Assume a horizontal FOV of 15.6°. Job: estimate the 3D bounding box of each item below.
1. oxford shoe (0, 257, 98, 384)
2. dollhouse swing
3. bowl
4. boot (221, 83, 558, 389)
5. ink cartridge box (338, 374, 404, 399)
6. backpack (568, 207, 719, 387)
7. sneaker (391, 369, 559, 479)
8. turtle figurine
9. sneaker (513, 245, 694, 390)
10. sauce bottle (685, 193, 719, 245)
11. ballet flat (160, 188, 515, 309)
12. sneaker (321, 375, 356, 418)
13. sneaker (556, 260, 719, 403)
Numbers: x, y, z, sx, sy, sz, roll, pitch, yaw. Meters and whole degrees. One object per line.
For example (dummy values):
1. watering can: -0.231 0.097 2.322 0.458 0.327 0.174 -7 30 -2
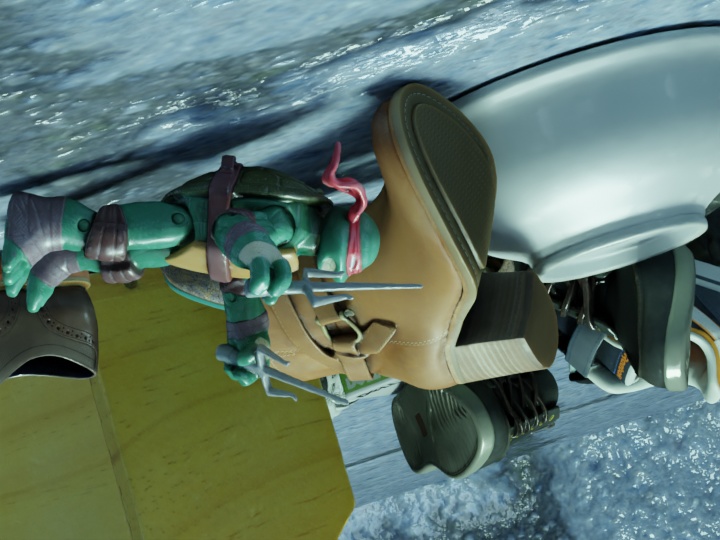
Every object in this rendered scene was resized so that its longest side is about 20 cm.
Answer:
1. oxford shoe: -0.220 0.039 1.347 0.199 0.073 0.071 -10 169 -32
2. dollhouse swing: -0.135 0.116 1.551 0.181 0.201 0.176 -11 168 -33
3. bowl: 0.125 -0.051 1.386 0.200 0.091 0.201 -17 171 -3
4. boot: 0.000 -0.010 1.333 0.154 0.077 0.200 -5 144 24
5. ink cartridge box: 0.035 0.030 1.730 0.147 0.076 0.200 -22 170 30
6. backpack: 0.223 0.010 1.796 0.166 0.127 0.200 5 160 -36
7. sneaker: 0.088 0.085 1.734 0.106 0.075 0.200 -19 180 -11
8. turtle figurine: -0.065 -0.003 1.258 0.199 0.101 0.150 4 154 5
9. sneaker: 0.128 0.010 1.488 0.106 0.075 0.200 1 -157 -3
10. sauce bottle: 0.172 -0.035 1.642 0.064 0.065 0.200 -10 167 -34
11. ballet flat: -0.008 -0.009 1.432 0.199 0.068 0.067 9 130 -13
12. sneaker: -0.031 0.060 1.860 0.087 0.076 0.200 -33 172 6
13. sneaker: 0.143 0.021 1.608 0.199 0.080 0.079 16 151 6
